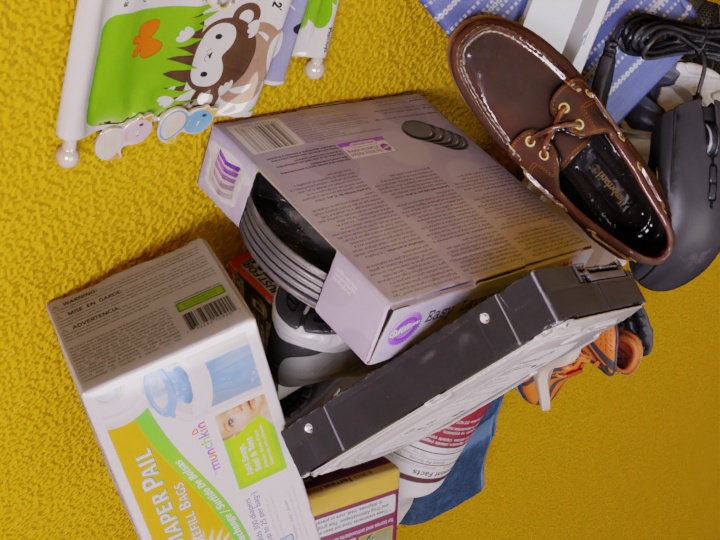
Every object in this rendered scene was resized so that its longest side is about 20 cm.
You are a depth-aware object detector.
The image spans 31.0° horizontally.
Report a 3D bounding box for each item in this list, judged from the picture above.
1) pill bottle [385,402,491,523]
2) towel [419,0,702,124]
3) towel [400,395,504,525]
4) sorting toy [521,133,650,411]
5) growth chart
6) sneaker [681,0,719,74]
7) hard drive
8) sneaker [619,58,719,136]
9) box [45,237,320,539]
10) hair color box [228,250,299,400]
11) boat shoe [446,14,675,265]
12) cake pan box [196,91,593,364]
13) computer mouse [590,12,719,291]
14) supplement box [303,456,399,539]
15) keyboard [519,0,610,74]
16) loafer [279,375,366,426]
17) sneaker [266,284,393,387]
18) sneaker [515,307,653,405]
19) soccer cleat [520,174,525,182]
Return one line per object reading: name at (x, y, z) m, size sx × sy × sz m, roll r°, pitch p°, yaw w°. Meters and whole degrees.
pill bottle at (0.042, 0.112, 1.080) m, size 0.112 × 0.113 × 0.201 m, roll -1°, pitch 126°, yaw -51°
towel at (0.133, -0.180, 0.872) m, size 0.145 × 0.024 × 0.200 m, roll -46°, pitch 117°, yaw -1°
towel at (0.086, 0.162, 1.253) m, size 0.111 × 0.049 × 0.201 m, roll -24°, pitch 142°, yaw -33°
sorting toy at (0.165, 0.014, 1.023) m, size 0.200 × 0.106 × 0.181 m, roll -52°, pitch 148°, yaw -35°
growth chart at (-0.085, -0.135, 0.740) m, size 0.199 × 0.018 × 0.146 m, roll -24°, pitch 142°, yaw -33°
sneaker at (0.271, -0.125, 1.096) m, size 0.076 × 0.114 × 0.201 m, roll -28°, pitch 149°, yaw -57°
hard drive at (0.064, 0.060, 0.786) m, size 0.199 × 0.038 × 0.139 m, roll -35°, pitch 165°, yaw 28°
sneaker at (0.167, -0.154, 0.980) m, size 0.197 × 0.130 × 0.080 m, roll 13°, pitch 96°, yaw -17°
box at (-0.108, 0.103, 0.824) m, size 0.112 × 0.101 × 0.202 m, roll -23°, pitch 127°, yaw -13°
hair color box at (0.000, 0.000, 0.953) m, size 0.199 × 0.061 × 0.102 m, roll -30°, pitch 144°, yaw -29°
boat shoe at (0.135, -0.084, 0.839) m, size 0.070 × 0.200 × 0.070 m, roll -44°, pitch -165°, yaw 13°
cake pan box at (0.021, -0.035, 0.820) m, size 0.199 × 0.184 × 0.053 m, roll -16°, pitch 138°, yaw -42°
computer mouse at (0.214, -0.078, 0.898) m, size 0.139 × 0.046 × 0.202 m, roll 5°, pitch 107°, yaw -25°
supplement box at (-0.052, 0.237, 1.000) m, size 0.130 × 0.103 × 0.202 m, roll -10°, pitch 112°, yaw -36°
keyboard at (0.144, -0.195, 0.854) m, size 0.056 × 0.011 × 0.202 m, roll 16°, pitch 102°, yaw -19°
loafer at (-0.050, 0.094, 0.982) m, size 0.199 × 0.073 × 0.071 m, roll -29°, pitch 145°, yaw -27°
sneaker at (0.016, 0.029, 0.890) m, size 0.198 × 0.074 × 0.080 m, roll -12°, pitch 141°, yaw -35°
sneaker at (0.214, 0.081, 1.259) m, size 0.077 × 0.112 × 0.201 m, roll -26°, pitch 143°, yaw -31°
soccer cleat at (0.141, -0.029, 1.103) m, size 0.073 × 0.068 × 0.201 m, roll 10°, pitch 118°, yaw -36°
